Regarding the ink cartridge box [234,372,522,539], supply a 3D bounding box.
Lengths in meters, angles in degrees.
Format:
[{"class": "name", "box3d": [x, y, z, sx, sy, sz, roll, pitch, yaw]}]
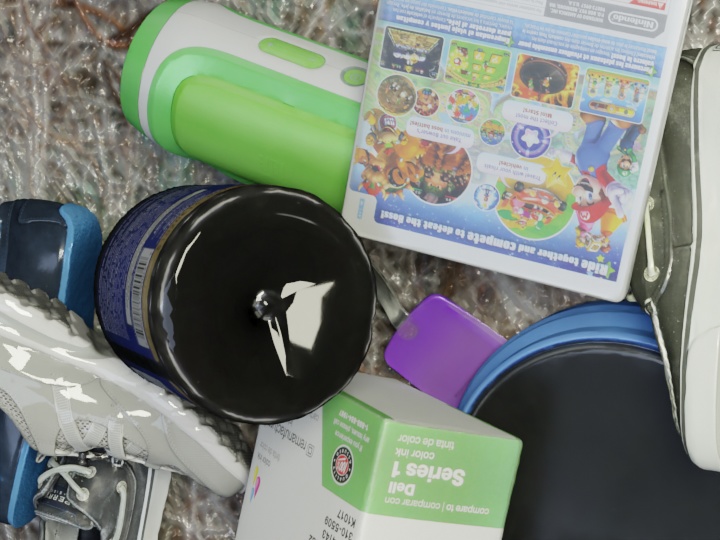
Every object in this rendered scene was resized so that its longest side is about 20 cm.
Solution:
[{"class": "ink cartridge box", "box3d": [-0.005, 0.162, 0.797, 0.145, 0.083, 0.202, 19, 98, 63]}]

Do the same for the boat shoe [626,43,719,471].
[{"class": "boat shoe", "box3d": [0.158, -0.006, 0.734, 0.063, 0.070, 0.202, -3, 80, 36]}]

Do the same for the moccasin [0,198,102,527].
[{"class": "moccasin", "box3d": [-0.206, 0.054, 0.944, 0.068, 0.080, 0.202, 14, 96, 12]}]

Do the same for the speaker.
[{"class": "speaker", "box3d": [-0.024, -0.077, 0.808, 0.199, 0.088, 0.089, 23, 112, 19]}]

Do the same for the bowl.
[{"class": "bowl", "box3d": [0.135, 0.118, 0.800, 0.199, 0.039, 0.203, 6, 107, 22]}]

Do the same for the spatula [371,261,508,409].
[{"class": "spatula", "box3d": [0.000, 0.000, 0.852, 0.200, 0.021, 0.057, 44, 116, 11]}]

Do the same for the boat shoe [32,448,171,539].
[{"class": "boat shoe", "box3d": [-0.163, 0.136, 0.924, 0.071, 0.068, 0.202, 10, 94, 35]}]

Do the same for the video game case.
[{"class": "video game case", "box3d": [0.074, -0.099, 0.708, 0.142, 0.018, 0.202, 14, 105, 15]}]

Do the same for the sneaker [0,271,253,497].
[{"class": "sneaker", "box3d": [-0.153, 0.079, 0.881, 0.199, 0.075, 0.082, 31, 96, -4]}]

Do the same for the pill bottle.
[{"class": "pill bottle", "box3d": [-0.075, 0.012, 0.793, 0.200, 0.111, 0.113, -171, 67, -69]}]
